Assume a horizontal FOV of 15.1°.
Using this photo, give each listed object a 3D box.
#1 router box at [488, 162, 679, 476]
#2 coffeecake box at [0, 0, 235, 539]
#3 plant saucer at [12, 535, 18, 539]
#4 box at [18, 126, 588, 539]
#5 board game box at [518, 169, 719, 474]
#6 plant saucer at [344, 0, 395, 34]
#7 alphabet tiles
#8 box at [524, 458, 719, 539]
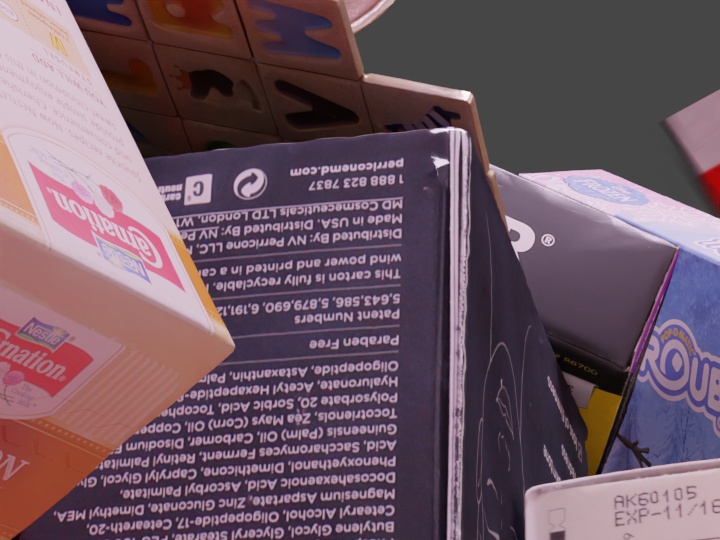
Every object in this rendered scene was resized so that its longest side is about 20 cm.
[{"bbox_3d":[0.000,0.000,0.912,0.199,0.051,0.149,23,-21,8],"label":"router box"},{"bbox_3d":[-0.129,-0.058,0.549,0.153,0.073,0.201,31,25,-51],"label":"coffeecake box"},{"bbox_3d":[-0.090,0.114,0.984,0.202,0.039,0.201,61,-1,1],"label":"plant saucer"},{"bbox_3d":[-0.009,0.097,0.762,0.200,0.123,0.198,64,24,-59],"label":"box"},{"bbox_3d":[0.113,0.081,0.994,0.200,0.043,0.200,-151,-118,-62],"label":"board game box"},{"bbox_3d":[-0.072,-0.141,0.870,0.201,0.200,0.037,62,-39,18],"label":"plant saucer"},{"bbox_3d":[-0.050,-0.036,0.814,0.199,0.006,0.167,12,-33,22],"label":"alphabet tiles"},{"bbox_3d":[0.111,0.135,0.795,0.200,0.077,0.096,52,32,-59],"label":"box"}]
